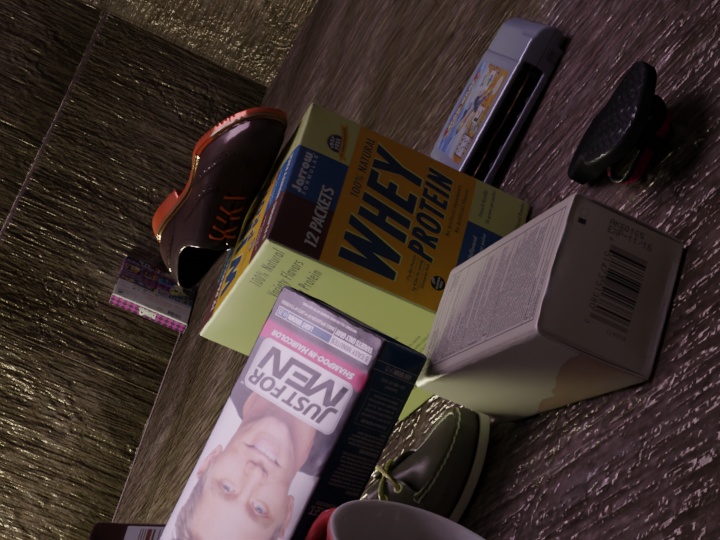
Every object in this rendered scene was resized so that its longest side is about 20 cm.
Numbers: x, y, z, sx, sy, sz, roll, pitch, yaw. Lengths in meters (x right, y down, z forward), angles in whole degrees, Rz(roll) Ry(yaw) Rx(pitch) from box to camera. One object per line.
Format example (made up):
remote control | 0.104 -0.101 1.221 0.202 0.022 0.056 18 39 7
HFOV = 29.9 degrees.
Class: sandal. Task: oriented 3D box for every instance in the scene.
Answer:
sandal | 0.180 -0.090 0.909 0.075 0.045 0.200 -61 -3 -1

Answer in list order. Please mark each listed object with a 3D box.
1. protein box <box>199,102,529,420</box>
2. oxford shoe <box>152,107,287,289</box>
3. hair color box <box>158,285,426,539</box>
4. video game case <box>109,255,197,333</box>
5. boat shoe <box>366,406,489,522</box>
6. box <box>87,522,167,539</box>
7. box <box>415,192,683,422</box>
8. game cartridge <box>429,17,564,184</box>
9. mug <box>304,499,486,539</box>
protein box | 0.000 0.000 1.128 0.199 0.199 0.136 -48 21 57
oxford shoe | -0.110 -0.059 1.127 0.200 0.071 0.073 -51 47 45
hair color box | -0.047 0.124 0.918 0.100 0.060 0.201 25 90 35
video game case | -0.511 0.058 3.348 0.036 0.199 0.182 -60 14 30
boat shoe | 0.030 0.178 0.995 0.072 0.060 0.203 -89 25 -63
box | -0.121 0.312 0.988 0.165 0.164 0.201 -84 -8 -55
box | 0.113 0.031 0.859 0.200 0.077 0.096 145 146 -69
game cartridge | 0.117 -0.142 1.262 0.201 0.041 0.133 -62 18 8
mug | 0.009 0.251 0.813 0.178 0.133 0.201 -85 16 -77
